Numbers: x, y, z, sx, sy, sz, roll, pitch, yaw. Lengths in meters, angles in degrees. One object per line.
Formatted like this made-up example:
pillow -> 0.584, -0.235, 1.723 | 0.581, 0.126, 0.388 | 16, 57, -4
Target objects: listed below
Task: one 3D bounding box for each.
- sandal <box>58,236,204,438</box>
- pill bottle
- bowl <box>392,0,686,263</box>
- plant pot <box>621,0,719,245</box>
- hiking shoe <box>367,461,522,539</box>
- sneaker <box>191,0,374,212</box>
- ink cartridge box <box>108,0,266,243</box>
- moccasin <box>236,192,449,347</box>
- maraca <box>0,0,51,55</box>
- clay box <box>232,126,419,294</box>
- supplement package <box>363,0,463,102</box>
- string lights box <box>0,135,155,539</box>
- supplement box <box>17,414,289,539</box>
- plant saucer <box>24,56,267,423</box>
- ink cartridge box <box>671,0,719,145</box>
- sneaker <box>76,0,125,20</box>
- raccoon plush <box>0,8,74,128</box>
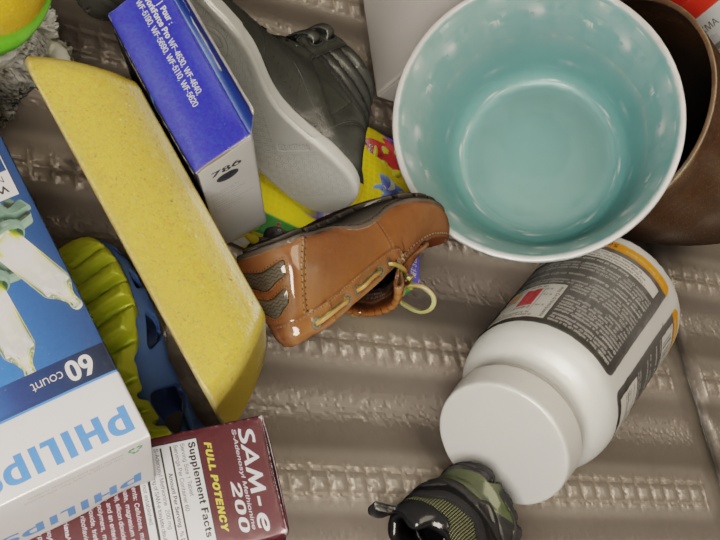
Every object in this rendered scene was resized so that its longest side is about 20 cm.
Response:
sandal -> -0.128, 0.075, 0.822 | 0.087, 0.079, 0.202 | 28, 37, -64
pill bottle -> 0.140, 0.067, 1.021 | 0.117, 0.116, 0.200 | 51, 43, -3
bowl -> 0.125, -0.093, 1.039 | 0.105, 0.199, 0.203 | 60, 6, -76
plant pot -> 0.251, -0.097, 1.197 | 0.199, 0.186, 0.189 | 24, 49, -46
hiking shoe -> 0.076, 0.223, 0.909 | 0.100, 0.076, 0.201 | -16, 66, -37
sneaker -> -0.064, -0.135, 0.930 | 0.200, 0.070, 0.100 | 45, 40, -27
ink cartridge box -> -0.091, -0.084, 0.789 | 0.039, 0.200, 0.100 | -28, 78, -9
moccasin -> 0.001, 0.000, 0.901 | 0.201, 0.073, 0.079 | -27, 97, -64
maraca -> -0.220, -0.188, 0.768 | 0.136, 0.107, 0.202 | 29, 40, -30
clay box -> -0.048, -0.064, 0.989 | 0.199, 0.047, 0.116 | 25, 50, -29
supplement package -> 0.079, -0.232, 1.155 | 0.120, 0.119, 0.202 | 15, 54, -35
string lights box -> -0.177, 0.019, 0.637 | 0.102, 0.059, 0.201 | -25, 69, -17
supplement box -> -0.136, 0.129, 0.680 | 0.198, 0.109, 0.062 | -10, 68, -11
plant saucer -> -0.105, -0.015, 0.807 | 0.048, 0.200, 0.201 | -29, 83, -7
ink cartridge box -> 0.264, -0.171, 1.251 | 0.199, 0.160, 0.048 | 22, 50, -30
sneaker -> -0.116, -0.193, 0.947 | 0.200, 0.090, 0.077 | -13, 84, -74
raccoon plush -> -0.197, -0.177, 0.904 | 0.135, 0.096, 0.200 | 58, 42, -7
